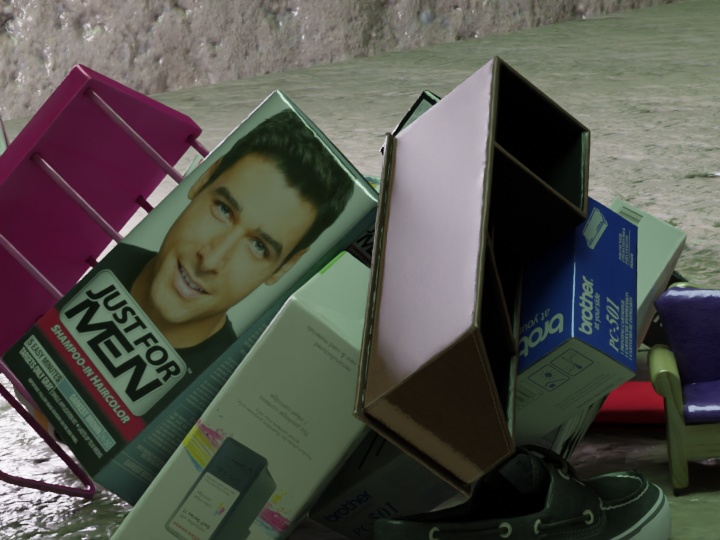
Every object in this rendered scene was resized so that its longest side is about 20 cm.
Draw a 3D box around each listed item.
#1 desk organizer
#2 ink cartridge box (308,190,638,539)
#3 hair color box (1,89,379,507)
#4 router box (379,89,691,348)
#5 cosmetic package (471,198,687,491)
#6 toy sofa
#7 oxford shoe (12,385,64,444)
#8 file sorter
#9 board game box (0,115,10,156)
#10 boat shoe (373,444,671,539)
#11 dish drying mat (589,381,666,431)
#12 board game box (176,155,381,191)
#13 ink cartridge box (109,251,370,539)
[{"bbox_3d":[0.055,-0.002,1.369,0.077,0.072,0.200,-38,28,32],"label":"desk organizer"},{"bbox_3d":[0.054,0.051,1.456,0.044,0.094,0.200,30,-46,-26],"label":"ink cartridge box"},{"bbox_3d":[-0.076,0.016,1.507,0.099,0.200,0.061,48,3,35],"label":"hair color box"},{"bbox_3d":[0.115,-0.026,1.791,0.149,0.051,0.200,40,6,26],"label":"router box"},{"bbox_3d":[0.115,0.044,1.588,0.051,0.083,0.200,28,35,8],"label":"cosmetic package"},{"bbox_3d":[0.253,0.053,1.563,0.200,0.098,0.083,-5,10,5],"label":"toy sofa"},{"bbox_3d":[-0.111,0.075,1.800,0.200,0.075,0.058,-3,43,-20],"label":"oxford shoe"},{"bbox_3d":[-0.149,0.014,1.637,0.125,0.200,0.139,44,9,23],"label":"file sorter"},{"bbox_3d":[-0.259,-0.010,1.713,0.147,0.064,0.200,-18,-30,-5],"label":"board game box"},{"bbox_3d":[0.075,0.117,1.401,0.200,0.066,0.070,-15,14,-41],"label":"boat shoe"},{"bbox_3d":[0.185,0.078,1.694,0.200,0.018,0.077,-1,10,32],"label":"dish drying mat"},{"bbox_3d":[0.000,0.000,1.717,0.200,0.126,0.035,7,44,24],"label":"board game box"},{"bbox_3d":[-0.051,0.096,1.427,0.067,0.200,0.117,38,17,3],"label":"ink cartridge box"}]
